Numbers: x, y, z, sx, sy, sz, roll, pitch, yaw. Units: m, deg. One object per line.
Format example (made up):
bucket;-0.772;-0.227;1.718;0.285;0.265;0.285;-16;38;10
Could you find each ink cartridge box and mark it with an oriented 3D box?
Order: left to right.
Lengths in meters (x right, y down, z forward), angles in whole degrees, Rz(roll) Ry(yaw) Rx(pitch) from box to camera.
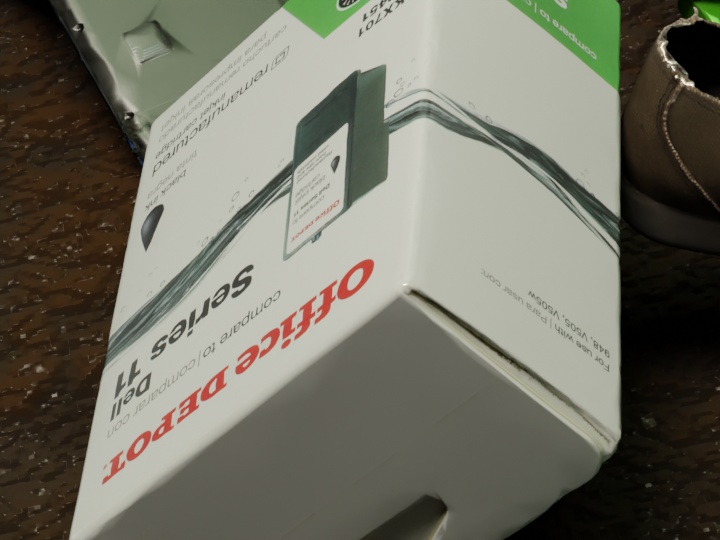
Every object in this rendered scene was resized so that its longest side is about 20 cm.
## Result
ink cartridge box;0.000;0.000;0.852;0.147;0.083;0.200;-39;28;30

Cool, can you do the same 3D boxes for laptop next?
laptop;-0.036;-0.106;1.098;0.177;0.103;0.200;-24;67;-16

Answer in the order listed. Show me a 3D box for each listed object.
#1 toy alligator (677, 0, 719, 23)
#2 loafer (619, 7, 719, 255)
toy alligator;0.157;-0.016;0.918;0.059;0.054;0.200;-24;50;-15
loafer;0.170;-0.037;0.849;0.200;0.071;0.073;3;49;9
